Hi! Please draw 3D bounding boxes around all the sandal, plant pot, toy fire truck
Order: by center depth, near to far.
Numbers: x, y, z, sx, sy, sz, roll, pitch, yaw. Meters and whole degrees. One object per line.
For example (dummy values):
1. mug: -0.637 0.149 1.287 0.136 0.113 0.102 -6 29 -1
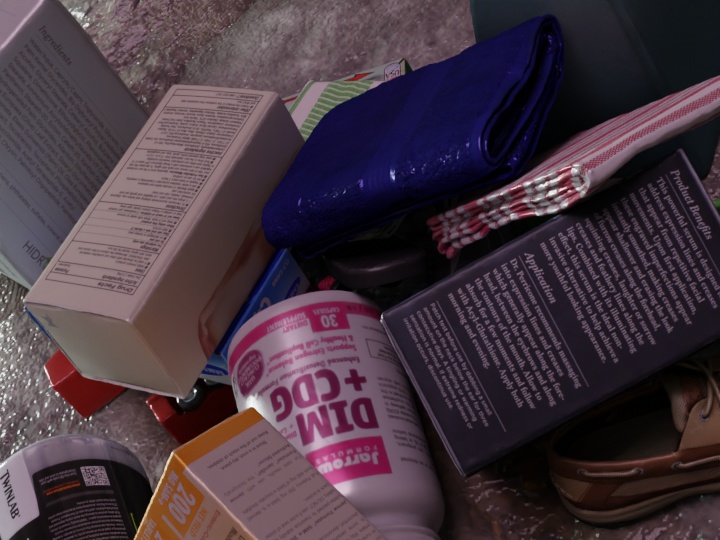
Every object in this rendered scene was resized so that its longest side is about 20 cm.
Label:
1. plant pot: 0.159 -0.181 1.116 0.140 0.200 0.142 4 58 32
2. sandal: 0.000 0.000 1.134 0.074 0.046 0.200 -16 13 -10
3. toy fire truck: -0.123 0.057 1.207 0.199 0.049 0.141 -39 45 -2

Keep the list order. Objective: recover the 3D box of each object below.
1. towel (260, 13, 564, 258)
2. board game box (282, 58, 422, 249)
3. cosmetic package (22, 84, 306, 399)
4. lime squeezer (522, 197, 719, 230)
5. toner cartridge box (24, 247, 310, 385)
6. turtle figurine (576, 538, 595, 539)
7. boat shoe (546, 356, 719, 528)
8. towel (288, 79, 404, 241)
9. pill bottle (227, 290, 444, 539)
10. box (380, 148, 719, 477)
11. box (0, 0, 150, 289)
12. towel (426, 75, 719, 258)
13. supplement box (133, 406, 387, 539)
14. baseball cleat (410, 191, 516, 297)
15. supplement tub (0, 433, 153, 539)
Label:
1. towel: 0.037 -0.081 1.065 0.199 0.050 0.148 -18 30 40
2. board game box: -0.049 -0.079 1.279 0.198 0.029 0.136 -16 49 19
3. cosmetic package: -0.122 -0.023 1.113 0.103 0.088 0.201 10 55 35
4. lime squeezer: 0.154 -0.048 1.113 0.198 0.038 0.071 18 52 18
5. toner cartridge box: -0.141 0.019 1.182 0.199 0.043 0.095 11 59 37
6. turtle figurine: 0.122 0.213 0.863 0.194 0.198 0.145 -141 62 -64
7. boat shoe: 0.202 0.090 0.974 0.199 0.074 0.076 -26 48 11
8. towel: -0.011 -0.084 1.189 0.199 0.023 0.153 4 54 52
9. pill bottle: -0.011 0.124 1.039 0.113 0.113 0.201 -25 57 11
10. box: 0.124 0.026 0.989 0.199 0.148 0.108 -28 86 3
11. box: -0.303 -0.121 1.340 0.198 0.200 0.172 24 69 41
12. towel: 0.139 -0.064 0.993 0.146 0.030 0.200 -31 5 -25
13. supplement box: -0.036 0.194 0.916 0.200 0.127 0.073 42 39 18
14. baseball cleat: 0.064 -0.012 1.135 0.106 0.070 0.201 -31 46 6
15. supplement tub: -0.173 0.215 1.066 0.122 0.123 0.201 -33 46 4
